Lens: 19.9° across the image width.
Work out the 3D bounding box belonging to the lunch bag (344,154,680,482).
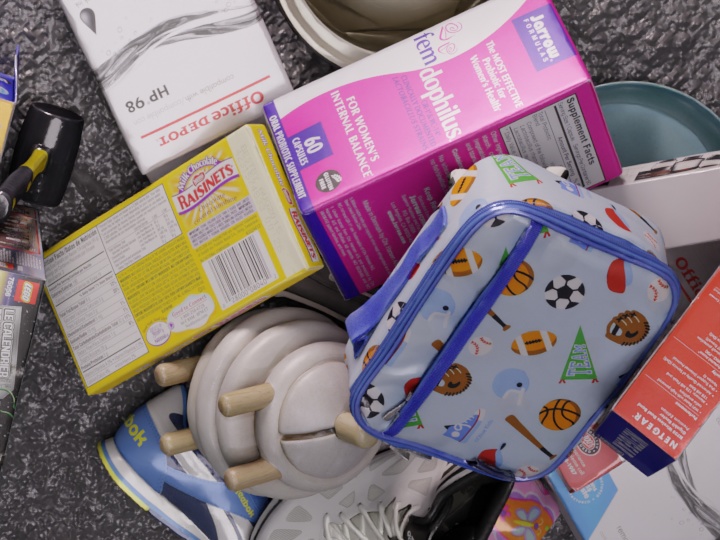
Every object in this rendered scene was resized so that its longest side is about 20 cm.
[{"bbox_3d":[0.082,0.035,1.225,0.159,0.076,0.201,21,121,-21],"label":"lunch bag"}]

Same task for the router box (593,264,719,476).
[{"bbox_3d":[0.221,0.039,1.275,0.049,0.200,0.180,37,85,8],"label":"router box"}]

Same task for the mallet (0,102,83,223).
[{"bbox_3d":[-0.213,-0.050,1.292,0.041,0.200,0.066,17,110,-4],"label":"mallet"}]

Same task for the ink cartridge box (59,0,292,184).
[{"bbox_3d":[-0.119,-0.146,1.344,0.115,0.067,0.201,-26,107,-4],"label":"ink cartridge box"}]

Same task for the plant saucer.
[{"bbox_3d":[0.182,-0.035,1.455,0.198,0.027,0.202,-2,104,-9],"label":"plant saucer"}]

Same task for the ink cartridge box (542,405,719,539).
[{"bbox_3d":[0.235,0.130,1.483,0.199,0.067,0.116,-32,106,-2],"label":"ink cartridge box"}]

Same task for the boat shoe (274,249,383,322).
[{"bbox_3d":[0.000,0.000,1.382,0.198,0.067,0.057,17,122,6],"label":"boat shoe"}]

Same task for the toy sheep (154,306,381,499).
[{"bbox_3d":[-0.050,0.088,1.335,0.137,0.200,0.139,-10,110,-31],"label":"toy sheep"}]

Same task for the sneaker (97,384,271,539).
[{"bbox_3d":[-0.086,0.159,1.429,0.200,0.074,0.082,40,92,-17],"label":"sneaker"}]

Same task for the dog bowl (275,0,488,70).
[{"bbox_3d":[0.027,-0.226,1.357,0.198,0.074,0.202,-3,104,-11],"label":"dog bowl"}]

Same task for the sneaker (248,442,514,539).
[{"bbox_3d":[0.013,0.161,1.347,0.199,0.115,0.076,-31,107,6],"label":"sneaker"}]

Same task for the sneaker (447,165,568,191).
[{"bbox_3d":[0.109,0.013,1.297,0.079,0.074,0.201,-11,138,5],"label":"sneaker"}]

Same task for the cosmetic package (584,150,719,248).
[{"bbox_3d":[0.154,-0.037,1.361,0.198,0.082,0.051,-10,96,18],"label":"cosmetic package"}]

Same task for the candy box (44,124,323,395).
[{"bbox_3d":[-0.122,-0.005,1.339,0.199,0.026,0.103,-29,77,29],"label":"candy box"}]

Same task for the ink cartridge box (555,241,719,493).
[{"bbox_3d":[0.198,0.051,1.410,0.199,0.068,0.117,-32,82,-1],"label":"ink cartridge box"}]

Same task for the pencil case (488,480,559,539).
[{"bbox_3d":[0.054,0.119,1.442,0.087,0.087,0.200,-38,106,0],"label":"pencil case"}]

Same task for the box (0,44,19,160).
[{"bbox_3d":[-0.258,-0.048,1.323,0.041,0.119,0.202,13,100,-12],"label":"box"}]

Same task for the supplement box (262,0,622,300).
[{"bbox_3d":[0.053,-0.083,1.315,0.199,0.102,0.104,-24,141,2],"label":"supplement box"}]

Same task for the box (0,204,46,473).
[{"bbox_3d":[-0.234,0.043,1.306,0.040,0.200,0.138,12,102,-13],"label":"box"}]
